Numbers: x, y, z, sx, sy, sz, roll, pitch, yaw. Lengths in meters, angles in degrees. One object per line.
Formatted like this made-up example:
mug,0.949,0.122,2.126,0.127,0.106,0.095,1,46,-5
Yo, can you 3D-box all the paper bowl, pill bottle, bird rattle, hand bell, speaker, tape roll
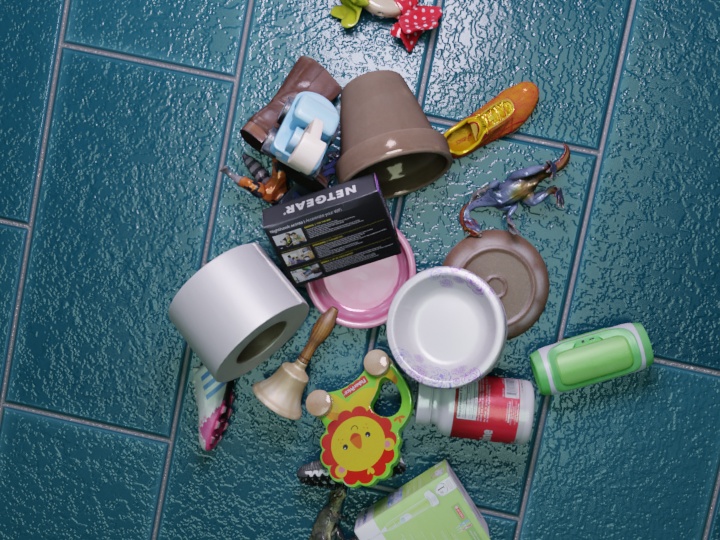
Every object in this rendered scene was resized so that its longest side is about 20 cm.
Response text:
paper bowl,0.149,0.098,1.436,0.198,0.104,0.203,-2,84,15
pill bottle,0.197,0.238,1.481,0.197,0.112,0.114,6,95,4
bird rattle,0.048,-0.481,1.448,0.198,0.113,0.165,11,79,0
hand bell,-0.095,0.150,1.491,0.104,0.104,0.201,33,98,1
speaker,0.400,0.154,1.476,0.198,0.088,0.089,-17,93,5
tape roll,-0.205,0.072,1.435,0.203,0.203,0.139,-43,75,5

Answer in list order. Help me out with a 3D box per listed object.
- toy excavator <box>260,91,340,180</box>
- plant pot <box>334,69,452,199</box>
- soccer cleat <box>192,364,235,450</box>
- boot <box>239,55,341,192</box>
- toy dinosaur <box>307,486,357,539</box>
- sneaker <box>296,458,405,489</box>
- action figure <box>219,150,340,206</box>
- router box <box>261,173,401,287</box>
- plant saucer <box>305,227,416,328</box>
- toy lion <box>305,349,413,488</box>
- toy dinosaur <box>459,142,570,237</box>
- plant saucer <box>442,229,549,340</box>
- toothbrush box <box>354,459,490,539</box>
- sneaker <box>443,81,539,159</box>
toy excavator,-0.082,-0.209,1.295,0.099,0.200,0.196,28,64,-11
plant pot,0.042,-0.235,1.432,0.198,0.200,0.177,-15,75,4
soccer cleat,-0.271,0.221,1.536,0.085,0.070,0.202,15,90,12
boot,-0.080,-0.256,1.455,0.186,0.064,0.201,39,68,-2
toy dinosaur,-0.061,0.492,1.548,0.088,0.047,0.201,34,95,17
sneaker,-0.018,0.335,1.521,0.198,0.067,0.091,-13,53,10
action figure,-0.122,-0.154,1.499,0.200,0.104,0.194,-43,98,-22
router box,-0.046,-0.064,1.407,0.198,0.051,0.150,-17,134,6
plant saucer,0.000,0.000,1.503,0.198,0.051,0.203,1,98,4
toy lion,0.010,0.268,1.474,0.199,0.069,0.192,-35,66,0
toy dinosaur,0.265,-0.124,1.482,0.180,0.200,0.106,-12,108,39
plant saucer,0.237,0.029,1.502,0.198,0.037,0.203,0,93,3
toothbrush box,0.110,0.459,1.515,0.199,0.086,0.146,-34,92,4
sneaker,0.226,-0.254,1.462,0.199,0.077,0.073,-37,90,4
